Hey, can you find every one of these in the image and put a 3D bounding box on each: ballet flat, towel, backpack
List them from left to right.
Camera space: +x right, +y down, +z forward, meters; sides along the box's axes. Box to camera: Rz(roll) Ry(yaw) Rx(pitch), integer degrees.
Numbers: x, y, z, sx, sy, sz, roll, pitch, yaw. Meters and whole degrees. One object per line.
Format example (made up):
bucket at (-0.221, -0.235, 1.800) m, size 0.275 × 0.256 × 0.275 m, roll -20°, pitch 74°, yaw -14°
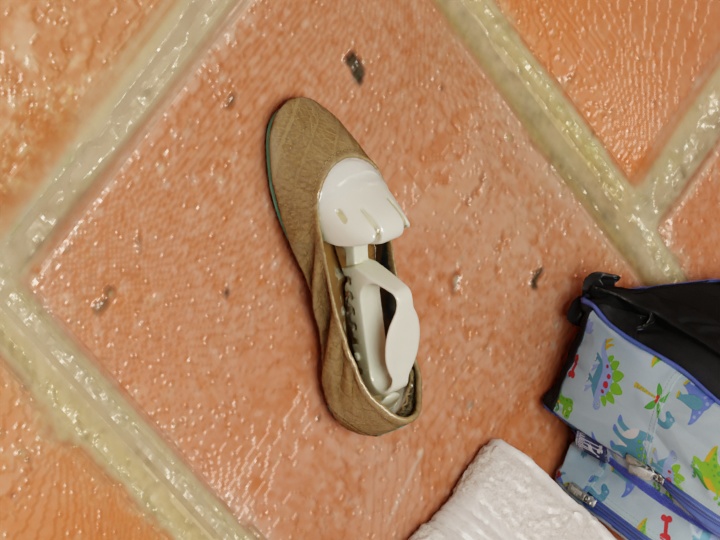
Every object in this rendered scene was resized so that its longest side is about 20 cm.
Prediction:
ballet flat at (0.000, 0.000, 1.680) m, size 0.068 × 0.072 × 0.201 m, roll -19°, pitch 106°, yaw -35°
towel at (0.113, 0.211, 1.765) m, size 0.200 × 0.034 × 0.133 m, roll 43°, pitch 63°, yaw -1°
backpack at (0.229, 0.103, 1.797) m, size 0.182 × 0.200 × 0.148 m, roll -2°, pitch 116°, yaw -41°
